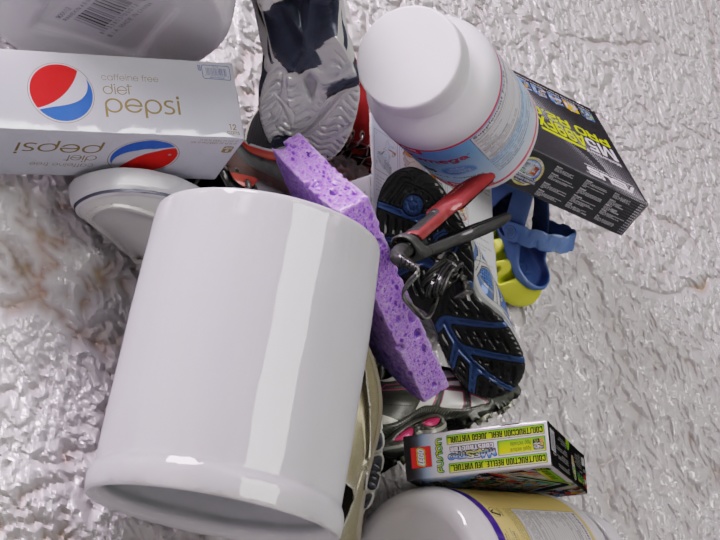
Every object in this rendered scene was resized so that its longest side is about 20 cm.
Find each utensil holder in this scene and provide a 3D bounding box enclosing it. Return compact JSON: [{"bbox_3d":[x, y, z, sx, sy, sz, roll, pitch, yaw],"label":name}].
[{"bbox_3d":[-0.080,0.066,1.046,0.170,0.170,0.200,25,66,-39],"label":"utensil holder"}]

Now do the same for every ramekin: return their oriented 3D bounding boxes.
[{"bbox_3d":[-0.179,-0.220,1.130,0.200,0.200,0.098,21,61,-41],"label":"ramekin"}]

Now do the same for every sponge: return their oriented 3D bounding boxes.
[{"bbox_3d":[0.000,0.000,1.188,0.112,0.030,0.200,43,-18,50],"label":"sponge"}]

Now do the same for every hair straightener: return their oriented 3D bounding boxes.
[{"bbox_3d":[0.072,-0.013,1.173,0.077,0.041,0.200,66,25,-8],"label":"hair straightener"}]

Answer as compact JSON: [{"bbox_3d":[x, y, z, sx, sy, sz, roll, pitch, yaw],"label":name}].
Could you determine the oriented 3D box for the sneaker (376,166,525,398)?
[{"bbox_3d":[0.069,0.008,1.291,0.077,0.076,0.200,-74,141,-79],"label":"sneaker"}]

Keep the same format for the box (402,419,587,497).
[{"bbox_3d":[0.110,0.153,1.235,0.200,0.110,0.035,41,43,-69],"label":"box"}]

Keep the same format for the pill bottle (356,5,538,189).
[{"bbox_3d":[0.069,-0.138,1.264,0.200,0.109,0.109,31,43,-66],"label":"pill bottle"}]

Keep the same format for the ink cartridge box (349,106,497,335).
[{"bbox_3d":[0.051,-0.042,1.374,0.200,0.044,0.174,28,53,-49],"label":"ink cartridge box"}]

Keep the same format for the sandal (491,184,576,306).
[{"bbox_3d":[0.144,-0.071,1.502,0.079,0.087,0.200,-21,82,-51],"label":"sandal"}]

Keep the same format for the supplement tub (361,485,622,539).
[{"bbox_3d":[0.105,0.241,1.212,0.200,0.145,0.146,12,59,-46],"label":"supplement tub"}]

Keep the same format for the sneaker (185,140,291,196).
[{"bbox_3d":[-0.090,-0.059,1.215,0.200,0.077,0.082,31,25,-19],"label":"sneaker"}]

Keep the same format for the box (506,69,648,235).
[{"bbox_3d":[0.159,-0.127,1.473,0.200,0.044,0.160,22,30,-29],"label":"box"}]

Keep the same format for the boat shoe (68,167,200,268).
[{"bbox_3d":[-0.131,-0.014,1.160,0.200,0.072,0.066,30,46,-49],"label":"boat shoe"}]

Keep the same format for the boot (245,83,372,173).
[{"bbox_3d":[-0.020,-0.107,1.349,0.144,0.072,0.200,48,38,-24],"label":"boot"}]

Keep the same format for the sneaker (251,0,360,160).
[{"bbox_3d":[-0.044,-0.190,1.199,0.130,0.079,0.199,-89,169,-53],"label":"sneaker"}]

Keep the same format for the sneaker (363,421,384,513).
[{"bbox_3d":[-0.023,0.095,1.209,0.080,0.077,0.200,61,23,-83],"label":"sneaker"}]

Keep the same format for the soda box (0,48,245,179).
[{"bbox_3d":[-0.186,-0.107,1.097,0.200,0.068,0.064,1,66,-26],"label":"soda box"}]

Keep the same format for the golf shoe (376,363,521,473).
[{"bbox_3d":[0.061,0.101,1.309,0.200,0.077,0.088,-14,73,-52],"label":"golf shoe"}]

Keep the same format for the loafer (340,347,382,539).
[{"bbox_3d":[-0.025,0.134,1.131,0.068,0.076,0.200,16,74,-84],"label":"loafer"}]
